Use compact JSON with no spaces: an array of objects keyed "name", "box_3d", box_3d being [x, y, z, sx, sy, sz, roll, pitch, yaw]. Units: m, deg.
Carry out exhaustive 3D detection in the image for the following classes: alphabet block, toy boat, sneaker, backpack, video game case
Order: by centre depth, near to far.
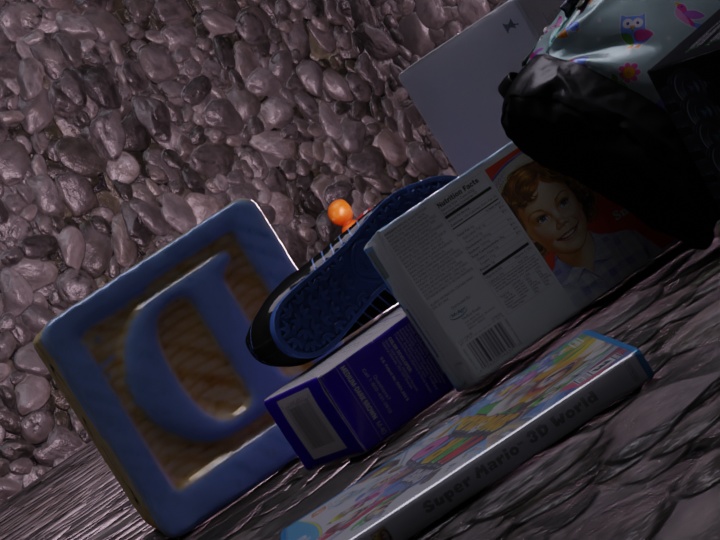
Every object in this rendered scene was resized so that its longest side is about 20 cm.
[{"name":"video game case","box_3d":[0.047,0.094,0.902,0.199,0.018,0.143,-34,3,-1]},{"name":"backpack","box_3d":[0.196,-0.138,1.088,0.201,0.166,0.127,-56,-4,-15]},{"name":"sneaker","box_3d":[0.000,0.000,1.274,0.199,0.070,0.078,-35,6,-27]},{"name":"alphabet block","box_3d":[-0.131,0.078,1.437,0.196,0.196,0.200,-31,2,-12]},{"name":"toy boat","box_3d":[-0.017,-0.082,3.553,0.130,0.131,0.200,-31,4,33]}]

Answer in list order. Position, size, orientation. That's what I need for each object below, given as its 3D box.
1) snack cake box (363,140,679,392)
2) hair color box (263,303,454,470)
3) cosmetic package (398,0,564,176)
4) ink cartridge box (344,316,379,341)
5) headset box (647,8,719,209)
[{"name":"snack cake box","box_3d":[0.116,-0.026,1.157,0.199,0.115,0.067,-33,-4,-12]},{"name":"hair color box","box_3d":[0.041,0.053,1.231,0.199,0.065,0.109,-36,3,-25]},{"name":"cosmetic package","box_3d":[0.160,-0.117,1.392,0.122,0.200,0.200,-30,3,31]},{"name":"ink cartridge box","box_3d":[-0.043,0.044,2.137,0.147,0.086,0.200,-32,4,14]},{"name":"headset box","box_3d":[0.272,-0.124,0.931,0.174,0.093,0.199,-40,16,-34]}]
